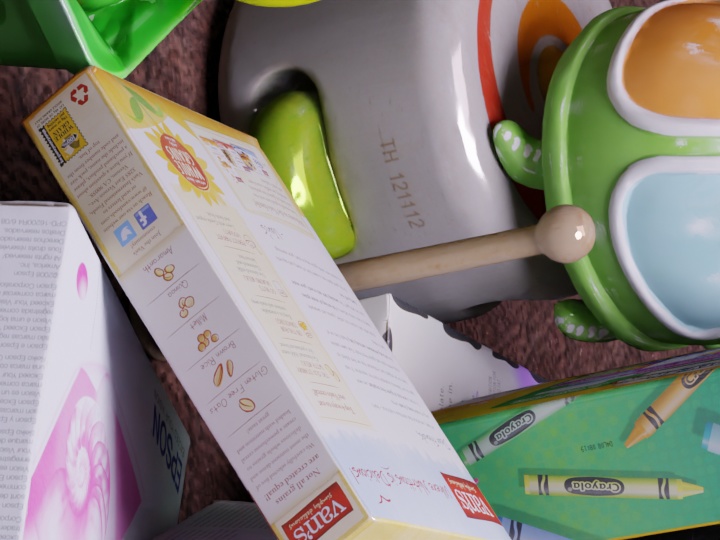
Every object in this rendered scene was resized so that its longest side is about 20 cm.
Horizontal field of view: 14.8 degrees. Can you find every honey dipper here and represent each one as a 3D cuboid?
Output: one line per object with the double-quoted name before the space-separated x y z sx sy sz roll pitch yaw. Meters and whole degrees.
"honey dipper" 0.000 0.000 1.089 0.038 0.199 0.038 33 51 -52

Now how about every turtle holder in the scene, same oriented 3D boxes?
"turtle holder" 0.153 -0.022 1.152 0.141 0.131 0.187 -19 102 -49

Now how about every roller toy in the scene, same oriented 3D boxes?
"roller toy" 0.039 -0.072 1.230 0.182 0.139 0.201 42 47 -44

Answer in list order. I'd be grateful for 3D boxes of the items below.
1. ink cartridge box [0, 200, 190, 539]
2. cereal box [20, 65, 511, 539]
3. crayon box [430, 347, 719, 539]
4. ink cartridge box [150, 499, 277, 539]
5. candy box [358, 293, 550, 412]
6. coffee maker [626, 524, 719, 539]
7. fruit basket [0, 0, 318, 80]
"ink cartridge box" -0.107 0.109 0.968 0.197 0.043 0.201 73 20 -62
"cereal box" -0.031 0.025 1.003 0.200 0.039 0.144 58 14 21
"crayon box" 0.106 0.070 1.100 0.119 0.199 0.059 -14 90 -57
"ink cartridge box" -0.041 0.186 1.006 0.200 0.083 0.177 -17 108 -78
"candy box" 0.035 0.122 1.228 0.200 0.071 0.169 30 56 -51
"coffee maker" 0.172 0.151 1.180 0.135 0.199 0.193 53 40 -36
"fruit basket" -0.065 -0.163 1.041 0.156 0.215 0.216 65 35 -21
